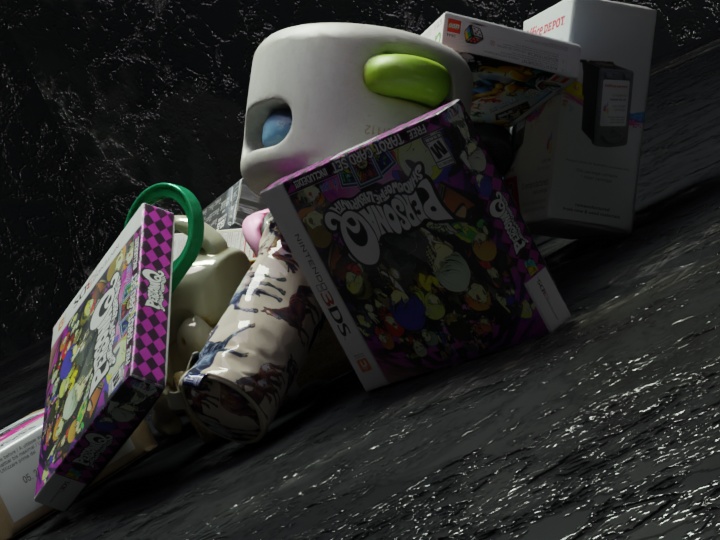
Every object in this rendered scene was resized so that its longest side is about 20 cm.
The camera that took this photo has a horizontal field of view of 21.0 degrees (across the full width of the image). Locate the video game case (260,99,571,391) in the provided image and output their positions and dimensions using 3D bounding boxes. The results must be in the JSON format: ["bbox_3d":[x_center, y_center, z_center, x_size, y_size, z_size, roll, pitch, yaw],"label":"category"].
[{"bbox_3d":[0.038,-0.014,1.454,0.200,0.181,0.036,-20,11,43],"label":"video game case"}]

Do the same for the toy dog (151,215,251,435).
[{"bbox_3d":[-0.184,0.059,1.791,0.200,0.194,0.140,-15,23,32],"label":"toy dog"}]

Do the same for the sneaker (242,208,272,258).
[{"bbox_3d":[-0.020,-0.054,1.779,0.095,0.079,0.200,-40,-8,32],"label":"sneaker"}]

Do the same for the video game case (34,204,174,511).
[{"bbox_3d":[-0.214,0.072,1.629,0.181,0.036,0.200,-50,29,37],"label":"video game case"}]

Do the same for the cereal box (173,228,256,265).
[{"bbox_3d":[-0.111,-0.006,1.887,0.200,0.040,0.144,-4,-15,41],"label":"cereal box"}]

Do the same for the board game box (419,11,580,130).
[{"bbox_3d":[0.093,-0.165,1.701,0.126,0.035,0.200,12,-17,-17],"label":"board game box"}]

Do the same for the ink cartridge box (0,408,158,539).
[{"bbox_3d":[-0.309,0.183,1.748,0.165,0.075,0.200,-22,6,46],"label":"ink cartridge box"}]

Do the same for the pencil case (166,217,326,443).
[{"bbox_3d":[-0.079,0.041,1.580,0.078,0.089,0.200,92,-160,-53],"label":"pencil case"}]

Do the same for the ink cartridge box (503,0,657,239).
[{"bbox_3d":[0.192,-0.132,1.737,0.086,0.200,0.148,7,-4,-13],"label":"ink cartridge box"}]

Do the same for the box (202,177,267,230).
[{"bbox_3d":[-0.071,-0.036,1.949,0.158,0.050,0.200,13,-12,-16],"label":"box"}]

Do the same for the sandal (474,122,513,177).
[{"bbox_3d":[0.090,-0.076,1.820,0.076,0.043,0.200,11,-38,-19],"label":"sandal"}]

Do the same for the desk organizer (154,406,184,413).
[{"bbox_3d":[-0.123,0.073,1.965,0.200,0.072,0.077,-30,9,-37],"label":"desk organizer"}]

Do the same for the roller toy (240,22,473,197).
[{"bbox_3d":[-0.003,-0.112,1.589,0.182,0.140,0.200,3,-10,17],"label":"roller toy"}]

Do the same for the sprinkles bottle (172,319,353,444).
[{"bbox_3d":[-0.057,0.074,1.647,0.200,0.068,0.068,-26,5,-2],"label":"sprinkles bottle"}]

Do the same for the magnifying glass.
[{"bbox_3d":[-0.188,0.021,1.725,0.080,0.200,0.022,15,1,33],"label":"magnifying glass"}]
